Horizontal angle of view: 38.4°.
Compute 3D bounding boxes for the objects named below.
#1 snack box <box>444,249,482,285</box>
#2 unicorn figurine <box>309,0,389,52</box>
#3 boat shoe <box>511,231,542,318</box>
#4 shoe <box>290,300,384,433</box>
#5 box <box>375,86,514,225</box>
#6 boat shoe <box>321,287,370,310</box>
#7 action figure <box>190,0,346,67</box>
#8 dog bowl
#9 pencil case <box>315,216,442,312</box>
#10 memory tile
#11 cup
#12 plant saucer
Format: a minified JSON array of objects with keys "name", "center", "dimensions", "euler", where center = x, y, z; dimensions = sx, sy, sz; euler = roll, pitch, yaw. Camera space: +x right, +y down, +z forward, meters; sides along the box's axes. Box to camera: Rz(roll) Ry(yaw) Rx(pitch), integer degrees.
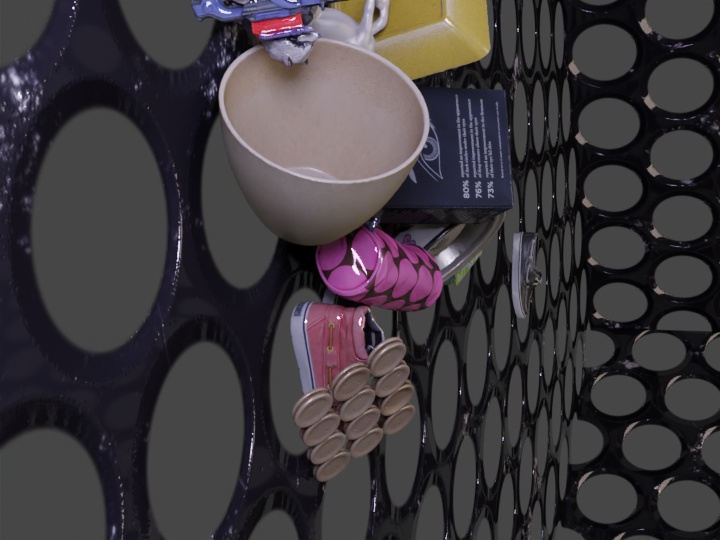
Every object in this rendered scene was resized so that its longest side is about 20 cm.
[{"name":"snack box","center":[0.161,-0.071,1.762],"dimensions":[0.200,0.052,0.144],"euler":[-42,132,-64]},{"name":"unicorn figurine","center":[-0.018,-0.253,1.086],"dimensions":[0.074,0.198,0.138],"euler":[-119,-127,-88]},{"name":"boat shoe","center":[0.386,0.012,2.389],"dimensions":[0.071,0.063,0.202],"euler":[-15,105,-70]},{"name":"shoe","center":[-0.016,0.124,1.204],"dimensions":[0.072,0.090,0.202],"euler":[-62,147,-52]},{"name":"box","center":[0.072,-0.136,1.244],"dimensions":[0.104,0.198,0.150],"euler":[152,-64,-72]},{"name":"boat shoe","center":[0.000,0.000,1.297],"dimensions":[0.069,0.056,0.201],"euler":[66,31,-49]},{"name":"action figure","center":[-0.055,-0.287,0.964],"dimensions":[0.105,0.198,0.196],"euler":[-97,-174,-84]},{"name":"dog bowl","center":[0.104,-0.048,1.429],"dimensions":[0.074,0.200,0.200],"euler":[52,11,17]},{"name":"pencil case","center":[0.024,-0.007,1.189],"dimensions":[0.094,0.091,0.200],"euler":[50,11,23]},{"name":"memory tile","center":[-0.003,0.161,1.187],"dimensions":[0.153,0.017,0.201],"euler":[-33,147,-15]},{"name":"cup","center":[-0.045,-0.109,1.013],"dimensions":[0.144,0.198,0.201],"euler":[107,2,-48]},{"name":"plant saucer","center":[0.040,-0.310,1.161],"dimensions":[0.048,0.198,0.202],"euler":[34,49,-56]}]
